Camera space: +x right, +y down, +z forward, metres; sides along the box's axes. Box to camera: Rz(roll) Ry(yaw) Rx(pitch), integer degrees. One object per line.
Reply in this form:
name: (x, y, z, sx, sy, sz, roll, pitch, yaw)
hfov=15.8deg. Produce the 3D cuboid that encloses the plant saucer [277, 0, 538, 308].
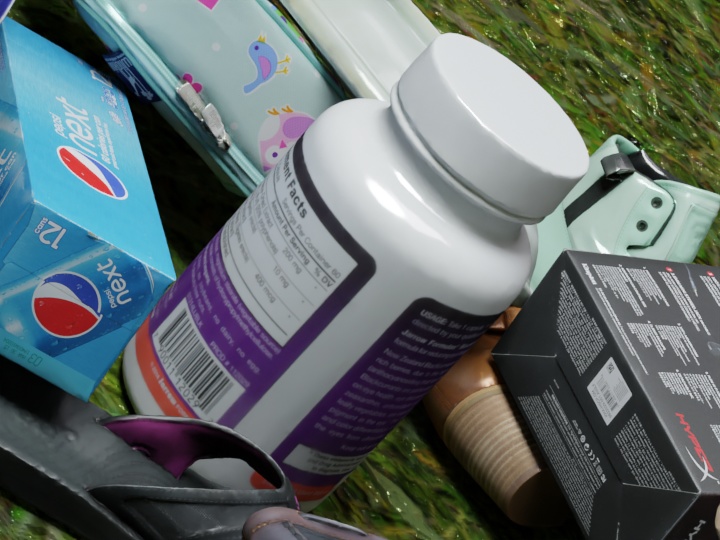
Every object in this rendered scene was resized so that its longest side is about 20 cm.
plant saucer: (0.032, -0.074, 1.222, 0.200, 0.050, 0.200, 53, 1, -1)

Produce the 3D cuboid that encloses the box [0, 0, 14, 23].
box: (-0.196, -0.151, 1.134, 0.041, 0.119, 0.200, 26, 29, -31)

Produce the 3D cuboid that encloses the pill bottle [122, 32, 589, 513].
pill bottle: (0.000, 0.000, 1.079, 0.111, 0.200, 0.111, 34, 26, -19)

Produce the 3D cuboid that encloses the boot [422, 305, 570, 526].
boot: (0.101, 0.066, 1.294, 0.200, 0.077, 0.155, 8, 37, -40)

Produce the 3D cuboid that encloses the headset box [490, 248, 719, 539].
headset box: (0.182, 0.074, 1.206, 0.200, 0.077, 0.149, 6, 43, -36)

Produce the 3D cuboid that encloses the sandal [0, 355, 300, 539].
sandal: (-0.076, 0.083, 1.014, 0.200, 0.048, 0.075, 30, 27, -25)

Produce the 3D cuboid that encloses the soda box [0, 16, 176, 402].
soda box: (-0.131, -0.031, 1.062, 0.068, 0.064, 0.200, 30, 16, -23)

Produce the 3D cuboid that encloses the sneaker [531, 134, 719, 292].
sneaker: (0.161, 0.020, 1.382, 0.200, 0.118, 0.074, 54, 25, 21)

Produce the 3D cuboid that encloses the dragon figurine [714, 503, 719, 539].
dragon figurine: (0.174, 0.155, 1.063, 0.099, 0.059, 0.200, 50, 50, -14)

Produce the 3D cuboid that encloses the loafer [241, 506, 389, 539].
loafer: (0.025, 0.135, 1.035, 0.200, 0.072, 0.063, 27, 21, -53)

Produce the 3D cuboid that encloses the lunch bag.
lunch bag: (-0.073, -0.106, 1.220, 0.160, 0.077, 0.200, 52, 1, -24)
